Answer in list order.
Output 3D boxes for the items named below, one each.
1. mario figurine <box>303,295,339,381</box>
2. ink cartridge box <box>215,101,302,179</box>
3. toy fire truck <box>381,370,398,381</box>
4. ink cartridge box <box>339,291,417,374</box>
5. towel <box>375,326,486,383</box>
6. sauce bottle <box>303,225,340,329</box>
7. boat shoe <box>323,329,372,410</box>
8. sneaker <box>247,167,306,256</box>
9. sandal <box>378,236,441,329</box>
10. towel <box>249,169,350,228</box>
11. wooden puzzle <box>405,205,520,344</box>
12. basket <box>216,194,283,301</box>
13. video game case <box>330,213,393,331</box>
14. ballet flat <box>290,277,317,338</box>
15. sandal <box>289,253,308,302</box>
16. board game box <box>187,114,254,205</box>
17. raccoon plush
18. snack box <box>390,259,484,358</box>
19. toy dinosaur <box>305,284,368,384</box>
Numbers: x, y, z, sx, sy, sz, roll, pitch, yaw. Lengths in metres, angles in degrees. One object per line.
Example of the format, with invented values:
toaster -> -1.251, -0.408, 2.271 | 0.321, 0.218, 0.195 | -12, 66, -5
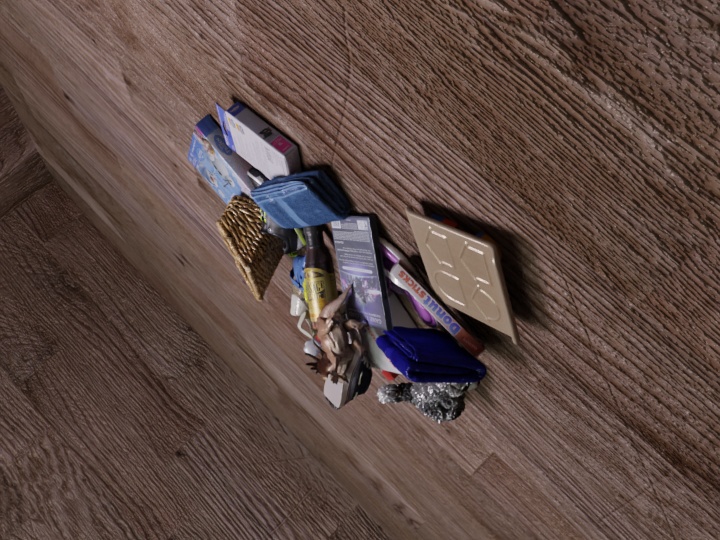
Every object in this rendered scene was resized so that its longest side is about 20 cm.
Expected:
mario figurine -> -0.065, 0.149, 1.611 | 0.124, 0.103, 0.205 | 53, -154, -64
ink cartridge box -> -0.189, -0.236, 1.370 | 0.198, 0.042, 0.120 | 37, 157, 22
toy fire truck -> 0.126, 0.231, 1.525 | 0.141, 0.049, 0.200 | 48, 159, 3
ink cartridge box -> 0.029, 0.122, 1.480 | 0.148, 0.086, 0.198 | 56, 156, -17
towel -> 0.117, 0.138, 1.238 | 0.200, 0.143, 0.051 | -141, 53, -73
sauce bottle -> -0.082, 0.013, 1.444 | 0.066, 0.064, 0.206 | -7, 93, 64
boat shoe -> -0.014, 0.181, 1.470 | 0.074, 0.091, 0.204 | 38, 128, 32
sneaker -> -0.176, -0.110, 1.457 | 0.202, 0.082, 0.072 | 53, 180, -24
sandal -> 0.073, 0.026, 1.282 | 0.204, 0.050, 0.082 | 51, 157, -1
towel -> -0.112, -0.123, 1.330 | 0.197, 0.049, 0.112 | -5, 138, 49
wooden puzzle -> 0.160, -0.002, 1.083 | 0.199, 0.046, 0.188 | 34, 154, 46
basket -> -0.256, -0.050, 1.591 | 0.140, 0.152, 0.201 | 23, 162, 8
video game case -> 0.000, 0.000, 1.317 | 0.142, 0.019, 0.206 | 10, 113, 59
ballet flat -> -0.129, 0.107, 1.778 | 0.067, 0.075, 0.203 | 22, 146, 49
sandal -> -0.118, 0.000, 1.581 | 0.087, 0.079, 0.201 | 46, 157, 12
board game box -> -0.296, -0.218, 1.603 | 0.200, 0.043, 0.200 | 49, 159, -3
raccoon plush -> 0.123, 0.215, 1.352 | 0.136, 0.194, 0.099 | 78, -176, -49
snack box -> 0.128, 0.062, 1.212 | 0.200, 0.024, 0.072 | 45, -172, -1
toy dinosaur -> -0.053, 0.128, 1.364 | 0.134, 0.084, 0.207 | 10, 104, 60
